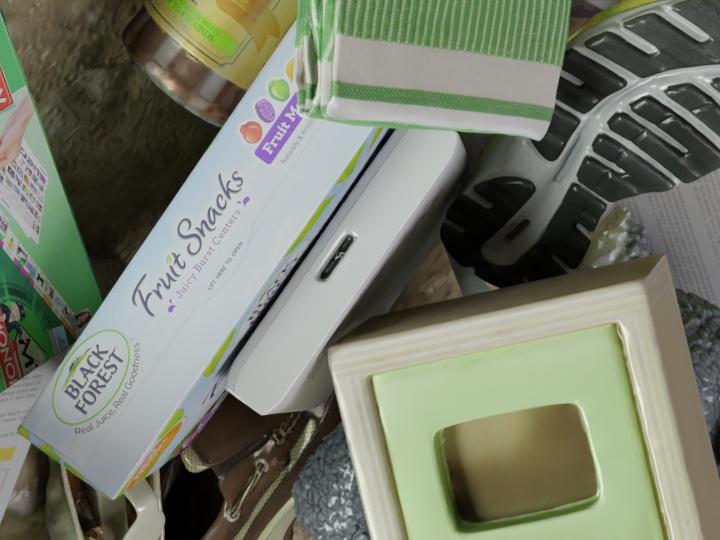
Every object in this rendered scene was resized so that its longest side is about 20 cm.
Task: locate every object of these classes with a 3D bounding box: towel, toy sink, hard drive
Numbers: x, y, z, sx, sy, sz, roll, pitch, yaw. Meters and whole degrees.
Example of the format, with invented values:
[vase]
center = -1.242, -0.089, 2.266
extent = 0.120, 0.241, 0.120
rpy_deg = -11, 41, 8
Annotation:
[towel]
center = 0.031, -0.150, 0.999
extent = 0.152, 0.023, 0.201
rpy_deg = 2, 90, -50
[toy sink]
center = 0.078, 0.107, 1.096
extent = 0.130, 0.201, 0.112
rpy_deg = -12, -176, 12
[hard drive]
center = 0.000, 0.000, 1.144
extent = 0.132, 0.027, 0.200
rpy_deg = -55, 175, 1

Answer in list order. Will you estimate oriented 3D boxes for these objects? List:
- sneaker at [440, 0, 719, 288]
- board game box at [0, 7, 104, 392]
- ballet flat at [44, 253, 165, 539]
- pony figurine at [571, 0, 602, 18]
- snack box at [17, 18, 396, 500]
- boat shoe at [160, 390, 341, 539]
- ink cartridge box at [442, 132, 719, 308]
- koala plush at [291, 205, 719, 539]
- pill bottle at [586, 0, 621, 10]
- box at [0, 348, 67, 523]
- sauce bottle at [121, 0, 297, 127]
[sneaker]
center = 0.103, -0.072, 1.118
extent = 0.200, 0.078, 0.090
rpy_deg = -39, -162, 49
[board game box]
center = -0.177, -0.025, 1.014
extent = 0.134, 0.029, 0.200
rpy_deg = -36, 132, -24
[ballet flat]
center = -0.109, 0.073, 1.229
extent = 0.067, 0.062, 0.200
rpy_deg = -29, 145, -22
[pony figurine]
center = 0.195, -0.150, 1.216
extent = 0.166, 0.200, 0.193
rpy_deg = -26, 160, -37
[snack box]
center = -0.046, -0.012, 1.091
extent = 0.200, 0.053, 0.142
rpy_deg = -55, 174, 9
[boat shoe]
center = -0.054, 0.081, 1.291
extent = 0.075, 0.075, 0.203
rpy_deg = 5, 121, -34
[ink cartridge box]
center = 0.130, -0.021, 1.250
extent = 0.050, 0.200, 0.162
rpy_deg = -52, 134, -37
[koala plush]
center = 0.107, 0.081, 1.221
extent = 0.184, 0.177, 0.200
rpy_deg = -16, 147, -45
[pill bottle]
center = 0.126, -0.213, 1.106
extent = 0.200, 0.114, 0.114
rpy_deg = -51, 147, 13
[box]
center = -0.188, 0.076, 1.157
extent = 0.082, 0.049, 0.200
rpy_deg = -7, 133, -41
[sauce bottle]
center = -0.015, -0.150, 1.074
extent = 0.200, 0.065, 0.065
rpy_deg = -53, 146, 12
